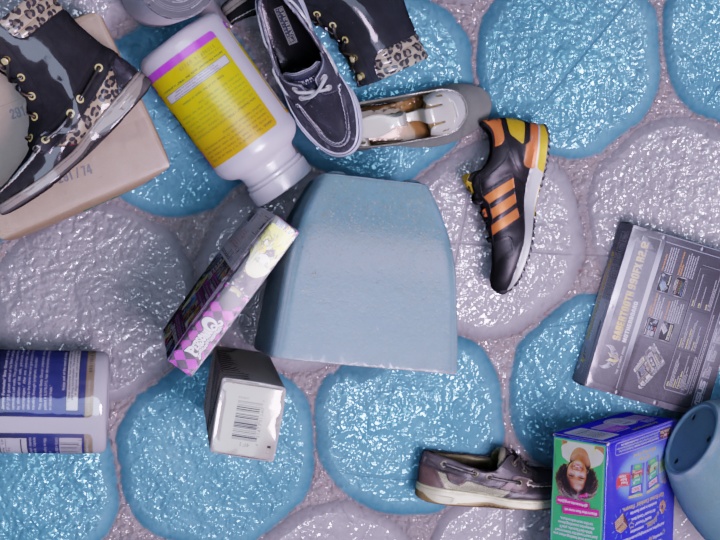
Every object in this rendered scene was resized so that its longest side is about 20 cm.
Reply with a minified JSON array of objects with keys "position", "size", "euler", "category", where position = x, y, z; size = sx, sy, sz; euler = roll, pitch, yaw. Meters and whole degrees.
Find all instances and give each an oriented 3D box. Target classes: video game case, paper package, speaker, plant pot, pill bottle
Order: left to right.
[{"position":[-0.371,0.139,1.405],"size":[0.200,0.111,0.111],"euler":[2,95,-10],"category":"pill bottle"},{"position":[-0.328,-0.151,1.388],"size":[0.200,0.103,0.191],"euler":[-25,100,-7],"category":"paper package"},{"position":[-0.201,-0.293,1.346],"size":[0.081,0.200,0.081],"euler":[-2,98,-14],"category":"speaker"},{"position":[-0.141,0.015,1.386],"size":[0.036,0.200,0.181],"euler":[37,88,-11],"category":"video game case"},{"position":[-0.140,-0.170,1.416],"size":[0.104,0.104,0.200],"euler":[-36,100,-4],"category":"pill bottle"},{"position":[0.000,0.000,1.418],"size":[0.195,0.196,0.201],"euler":[6,89,-10],"category":"plant pot"},{"position":[0.426,0.219,1.482],"size":[0.135,0.200,0.200],"euler":[30,90,-13],"category":"plant pot"}]

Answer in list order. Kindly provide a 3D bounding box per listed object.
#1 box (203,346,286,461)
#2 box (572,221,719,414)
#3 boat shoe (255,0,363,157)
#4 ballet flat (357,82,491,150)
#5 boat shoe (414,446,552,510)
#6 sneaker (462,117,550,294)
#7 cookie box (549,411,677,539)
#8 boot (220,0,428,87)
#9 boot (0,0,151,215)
[{"position":[-0.126,0.138,1.400],"size":[0.068,0.200,0.082],"euler":[10,93,-10],"category":"box"},{"position":[0.356,0.059,1.549],"size":[0.158,0.048,0.200],"euler":[15,93,-10],"category":"box"},{"position":[-0.055,-0.207,1.385],"size":[0.072,0.068,0.200],"euler":[-20,106,8],"category":"boat shoe"},{"position":[0.057,-0.167,1.470],"size":[0.200,0.064,0.068],"euler":[-11,97,-8],"category":"ballet flat"},{"position":[0.164,0.238,1.523],"size":[0.199,0.073,0.065],"euler":[1,101,-9],"category":"boat shoe"},{"position":[0.155,-0.076,1.496],"size":[0.090,0.070,0.201],"euler":[11,90,-5],"category":"sneaker"},{"position":[0.290,0.276,1.504],"size":[0.171,0.075,0.201],"euler":[-5,98,-50],"category":"cookie box"},{"position":[-0.035,-0.268,1.441],"size":[0.203,0.073,0.154],"euler":[-23,102,-5],"category":"boot"},{"position":[-0.324,-0.168,1.297],"size":[0.200,0.073,0.151],"euler":[-45,103,-6],"category":"boot"}]
